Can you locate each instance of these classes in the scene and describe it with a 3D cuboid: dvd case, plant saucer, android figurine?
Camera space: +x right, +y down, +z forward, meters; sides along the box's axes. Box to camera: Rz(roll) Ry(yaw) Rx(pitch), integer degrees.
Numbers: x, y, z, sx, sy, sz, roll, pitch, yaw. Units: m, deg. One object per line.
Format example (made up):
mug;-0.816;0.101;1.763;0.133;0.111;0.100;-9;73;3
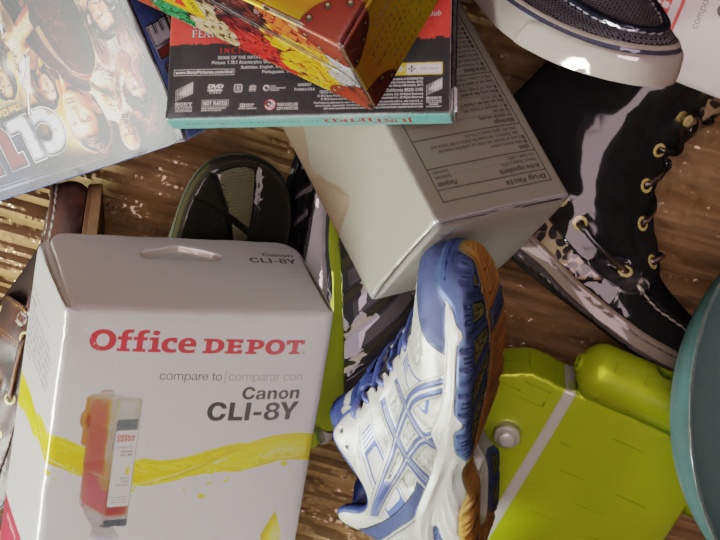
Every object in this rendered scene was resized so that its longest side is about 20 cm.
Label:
dvd case;-0.021;-0.169;1.061;0.146;0.022;0.200;-1;78;10
plant saucer;0.222;0.078;1.139;0.036;0.200;0.200;-4;96;45
android figurine;0.111;0.118;1.166;0.200;0.041;0.182;25;116;-10

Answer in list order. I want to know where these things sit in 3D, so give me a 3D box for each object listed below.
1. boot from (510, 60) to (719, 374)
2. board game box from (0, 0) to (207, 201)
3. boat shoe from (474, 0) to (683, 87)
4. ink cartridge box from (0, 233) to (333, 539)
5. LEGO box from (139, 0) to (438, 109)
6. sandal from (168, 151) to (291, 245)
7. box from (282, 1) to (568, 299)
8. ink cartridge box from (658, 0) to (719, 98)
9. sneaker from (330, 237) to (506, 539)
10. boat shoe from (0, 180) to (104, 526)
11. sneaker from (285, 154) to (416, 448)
boot;0.156;-0.045;1.165;0.200;0.073;0.151;39;95;4
board game box;-0.181;-0.112;1.127;0.200;0.035;0.136;-15;104;36
boat shoe;0.096;-0.168;1.042;0.075;0.200;0.093;-5;122;-34
ink cartridge box;-0.106;0.090;1.125;0.145;0.083;0.200;2;114;-20
LEGO box;-0.014;-0.201;1.011;0.149;0.077;0.200;27;81;19
sandal;-0.093;0.026;1.183;0.080;0.057;0.201;19;103;-24
box;0.013;-0.094;1.108;0.095;0.078;0.200;-11;65;-37
ink cartridge box;0.198;-0.145;1.086;0.200;0.068;0.117;20;102;-6
sneaker;0.024;0.069;1.082;0.088;0.075;0.200;13;125;16
boat shoe;-0.183;0.047;1.181;0.070;0.070;0.200;8;95;-3
sneaker;0.000;0.000;1.181;0.081;0.074;0.200;3;95;-17
